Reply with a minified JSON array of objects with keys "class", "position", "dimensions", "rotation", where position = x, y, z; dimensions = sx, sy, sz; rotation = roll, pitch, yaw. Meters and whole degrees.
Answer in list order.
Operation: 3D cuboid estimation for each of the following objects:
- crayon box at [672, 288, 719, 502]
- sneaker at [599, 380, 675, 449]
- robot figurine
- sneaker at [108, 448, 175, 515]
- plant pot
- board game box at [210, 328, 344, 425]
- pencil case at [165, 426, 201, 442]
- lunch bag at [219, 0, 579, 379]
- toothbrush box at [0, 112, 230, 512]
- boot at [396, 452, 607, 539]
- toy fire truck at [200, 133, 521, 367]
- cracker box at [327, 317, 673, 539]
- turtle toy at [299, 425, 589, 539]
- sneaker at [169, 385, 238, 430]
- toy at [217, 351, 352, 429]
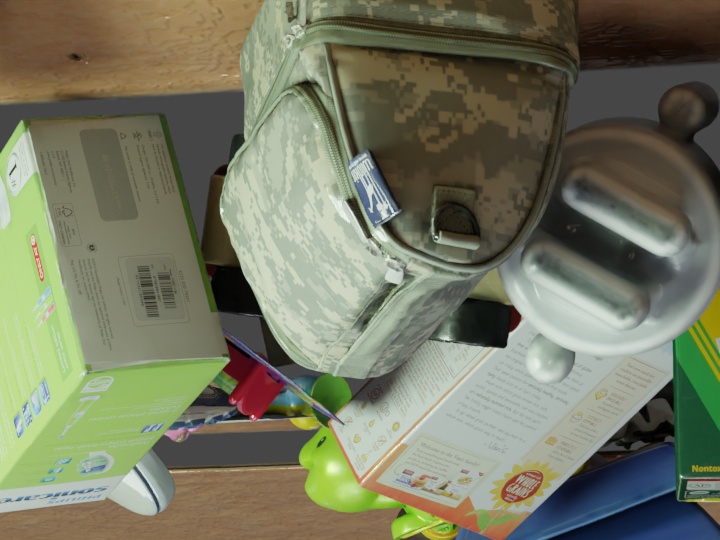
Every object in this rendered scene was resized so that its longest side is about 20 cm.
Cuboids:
[{"class":"crayon box","position":[0.270,0.036,1.512],"dimensions":[0.200,0.173,0.058],"rotation":[-1,161,4]},{"class":"sneaker","position":[0.120,0.076,1.750],"dimensions":[0.200,0.091,0.066],"rotation":[-9,168,-20]},{"class":"robot figurine","position":[0.128,-0.018,1.384],"dimensions":[0.113,0.170,0.200],"rotation":[33,-170,5]},{"class":"sneaker","position":[-0.210,0.111,1.803],"dimensions":[0.200,0.071,0.073],"rotation":[38,154,-22]},{"class":"plant pot","position":[0.162,0.220,1.774],"dimensions":[0.200,0.180,0.200],"rotation":[-21,171,2]},{"class":"board game box","position":[-0.098,0.046,1.586],"dimensions":[0.158,0.039,0.200],"rotation":[39,175,-27]},{"class":"pencil case","position":[-0.193,0.057,1.723],"dimensions":[0.200,0.087,0.083],"rotation":[6,167,-20]},{"class":"lunch bag","position":[0.016,-0.051,1.276],"dimensions":[0.139,0.168,0.200],"rotation":[5,160,-14]},{"class":"toothbrush box","position":[-0.157,0.026,1.483],"dimensions":[0.086,0.146,0.200],"rotation":[-4,156,-29]},{"class":"boot","position":[0.093,0.155,2.071],"dimensions":[0.200,0.072,0.166],"rotation":[-6,148,24]},{"class":"toy fire truck","position":[0.000,0.000,1.541],"dimensions":[0.176,0.129,0.200],"rotation":[7,-179,-2]},{"class":"cracker box","position":[0.097,0.059,1.609],"dimensions":[0.200,0.058,0.134],"rotation":[-45,136,19]},{"class":"turtle toy","position":[0.060,0.120,1.846],"dimensions":[0.200,0.101,0.146],"rotation":[-20,170,-8]},{"class":"sneaker","position":[-0.162,0.048,1.652],"dimensions":[0.200,0.085,0.077],"rotation":[10,174,-20]},{"class":"toy","position":[-0.083,0.077,1.822],"dimensions":[0.115,0.047,0.200],"rotation":[-4,-177,-43]}]
